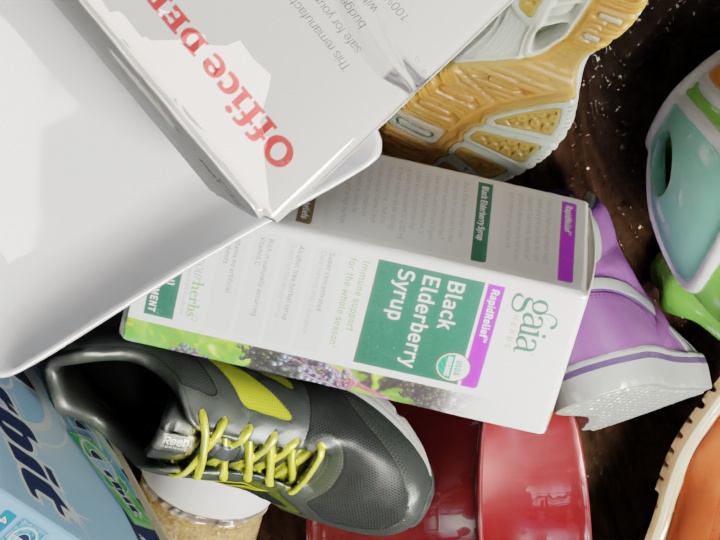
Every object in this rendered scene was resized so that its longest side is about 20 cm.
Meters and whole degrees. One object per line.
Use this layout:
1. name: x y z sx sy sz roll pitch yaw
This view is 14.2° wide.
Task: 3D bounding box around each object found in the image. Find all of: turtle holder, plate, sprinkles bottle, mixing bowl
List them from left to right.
1. plate: -0.116 -0.087 1.205 0.199 0.032 0.200 -31 110 -13
2. sprinkles bottle: -0.092 0.158 1.441 0.068 0.068 0.201 -2 126 -28
3. mixing bowl: 0.039 0.130 1.435 0.108 0.201 0.201 -4 138 19
4. turtle holder: 0.208 -0.035 1.412 0.141 0.132 0.186 -41 164 -4

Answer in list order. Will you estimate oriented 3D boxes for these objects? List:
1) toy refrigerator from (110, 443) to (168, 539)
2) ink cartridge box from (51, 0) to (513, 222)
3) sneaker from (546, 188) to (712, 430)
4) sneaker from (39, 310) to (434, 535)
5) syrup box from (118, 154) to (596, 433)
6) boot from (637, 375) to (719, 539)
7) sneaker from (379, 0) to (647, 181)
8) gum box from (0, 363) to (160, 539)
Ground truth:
1. toy refrigerator: -0.120 0.168 1.340 0.076 0.200 0.070 -6 129 -26
2. ink cartridge box: -0.021 -0.141 1.168 0.200 0.083 0.147 -43 111 -9
3. sneaker: 0.123 0.016 1.448 0.072 0.115 0.200 -20 168 8
4. sneaker: -0.063 0.075 1.319 0.199 0.085 0.075 26 116 -1
5. syrup box: 0.000 0.000 1.299 0.199 0.082 0.079 14 123 -2
6. boot: 0.205 0.131 1.531 0.075 0.107 0.201 -26 140 -61
7. sneaker: 0.076 -0.117 1.314 0.075 0.088 0.200 24 136 -19
8. gum box: -0.169 0.071 1.255 0.045 0.170 0.200 -42 135 8
